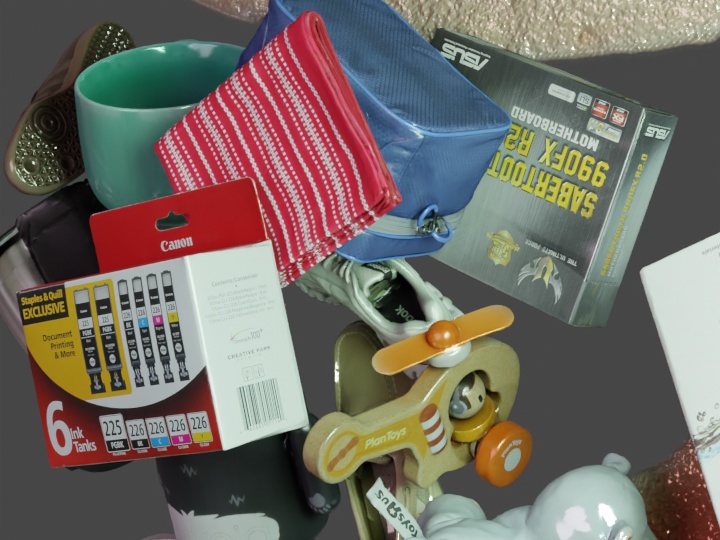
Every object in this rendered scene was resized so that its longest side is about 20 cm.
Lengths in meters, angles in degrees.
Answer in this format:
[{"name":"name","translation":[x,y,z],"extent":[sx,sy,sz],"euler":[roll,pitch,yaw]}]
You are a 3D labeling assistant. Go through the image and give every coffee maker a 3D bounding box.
[{"name":"coffee maker","translation":[-0.200,0.033,1.666],"extent":[0.192,0.134,0.201],"euler":[-47,60,25]}]

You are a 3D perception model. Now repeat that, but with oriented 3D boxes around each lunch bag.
[{"name":"lunch bag","translation":[0.000,-0.092,1.439],"extent":[0.200,0.135,0.133],"euler":[46,121,27]}]

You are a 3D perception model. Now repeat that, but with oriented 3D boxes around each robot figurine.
[{"name":"robot figurine","translation":[-0.091,0.146,1.552],"extent":[0.149,0.125,0.202],"euler":[-11,106,4]}]

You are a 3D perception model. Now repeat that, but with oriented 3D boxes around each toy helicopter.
[{"name":"toy helicopter","translation":[0.040,0.094,1.412],"extent":[0.079,0.199,0.133],"euler":[30,123,38]}]

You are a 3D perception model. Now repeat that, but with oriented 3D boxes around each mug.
[{"name":"mug","translation":[-0.135,-0.107,1.616],"extent":[0.151,0.185,0.115],"euler":[13,120,33]}]

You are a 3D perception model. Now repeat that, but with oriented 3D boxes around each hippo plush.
[{"name":"hippo plush","translation":[0.121,0.183,1.383],"extent":[0.160,0.201,0.160],"euler":[-29,25,11]}]

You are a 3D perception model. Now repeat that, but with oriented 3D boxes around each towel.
[{"name":"towel","translation":[-0.062,-0.069,1.389],"extent":[0.200,0.022,0.146],"euler":[-34,75,44]}]

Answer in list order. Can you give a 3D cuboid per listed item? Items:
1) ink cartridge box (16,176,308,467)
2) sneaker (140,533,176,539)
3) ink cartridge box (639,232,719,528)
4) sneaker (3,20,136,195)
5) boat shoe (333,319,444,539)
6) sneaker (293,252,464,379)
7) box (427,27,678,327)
[{"name":"ink cartridge box","translation":[-0.146,0.039,1.425],"extent":[0.199,0.083,0.177],"euler":[-11,91,45]},{"name":"sneaker","translation":[-0.109,0.274,1.619],"extent":[0.199,0.076,0.081],"euler":[17,115,41]},{"name":"ink cartridge box","translation":[0.290,0.071,1.237],"extent":[0.145,0.146,0.202],"euler":[-27,70,35]},{"name":"sneaker","translation":[-0.250,-0.125,1.720],"extent":[0.075,0.070,0.201],"euler":[-32,22,45]},{"name":"boat shoe","translation":[0.013,0.131,1.520],"extent":[0.072,0.065,0.202],"euler":[-25,70,36]},{"name":"sneaker","translation":[0.000,0.000,1.513],"extent":[0.200,0.081,0.075],"euler":[37,84,27]},{"name":"box","translation":[0.113,-0.069,1.463],"extent":[0.199,0.048,0.160],"euler":[28,104,39]}]
